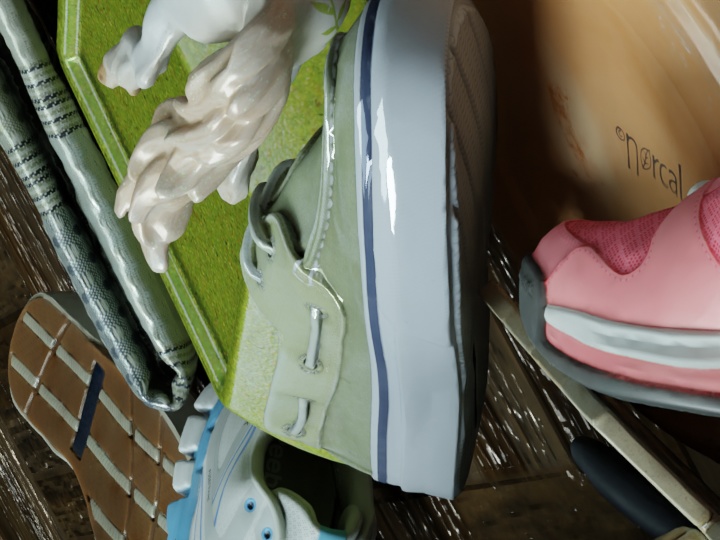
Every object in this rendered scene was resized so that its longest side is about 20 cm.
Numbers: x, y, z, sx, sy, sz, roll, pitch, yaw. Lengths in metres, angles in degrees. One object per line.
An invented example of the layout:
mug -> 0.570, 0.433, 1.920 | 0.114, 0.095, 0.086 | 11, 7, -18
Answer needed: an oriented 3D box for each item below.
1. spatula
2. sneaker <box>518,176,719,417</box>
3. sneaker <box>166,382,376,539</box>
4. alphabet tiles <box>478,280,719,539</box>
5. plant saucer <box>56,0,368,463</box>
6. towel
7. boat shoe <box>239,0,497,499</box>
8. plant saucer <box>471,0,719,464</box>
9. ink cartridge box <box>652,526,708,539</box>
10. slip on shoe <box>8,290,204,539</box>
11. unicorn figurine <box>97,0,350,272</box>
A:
spatula -> 0.113, 0.100, 0.799 | 0.057, 0.021, 0.200 | 41, -174, -43
sneaker -> 0.109, -0.008, 0.592 | 0.200, 0.074, 0.087 | 8, 87, 56
sneaker -> -0.034, 0.116, 1.010 | 0.087, 0.075, 0.200 | 146, 134, -60
alphabet tiles -> 0.098, 0.072, 0.689 | 0.166, 0.006, 0.200 | 43, -177, -13
plant saucer -> -0.043, -0.051, 0.904 | 0.200, 0.048, 0.200 | 63, 163, 21
towel -> -0.107, -0.054, 1.072 | 0.200, 0.034, 0.193 | 62, -179, -8
boat shoe -> 0.000, 0.000, 0.756 | 0.200, 0.062, 0.072 | 88, -169, -56
plant saucer -> 0.068, -0.032, 0.720 | 0.200, 0.032, 0.200 | 49, 158, 28
ink cartridge box -> 0.030, 0.142, 0.740 | 0.075, 0.165, 0.200 | 53, 177, 6
slip on shoe -> -0.076, 0.070, 1.149 | 0.200, 0.060, 0.076 | 42, 118, 54
unicorn figurine -> -0.025, -0.111, 0.744 | 0.137, 0.074, 0.200 | 120, 146, -59
